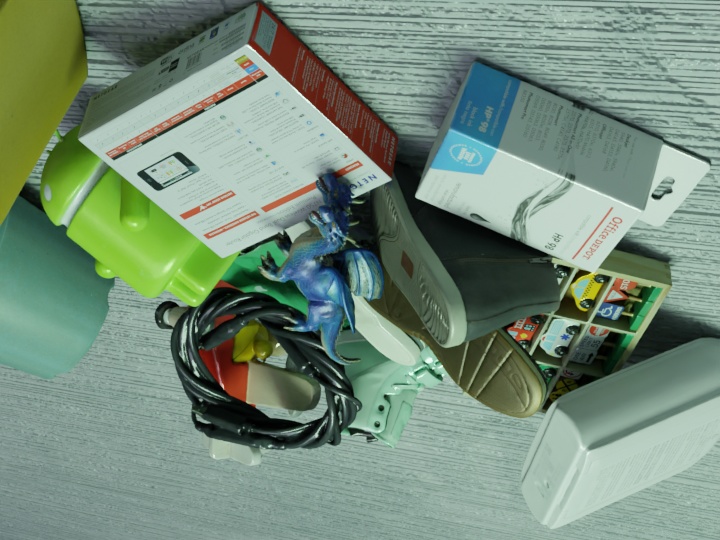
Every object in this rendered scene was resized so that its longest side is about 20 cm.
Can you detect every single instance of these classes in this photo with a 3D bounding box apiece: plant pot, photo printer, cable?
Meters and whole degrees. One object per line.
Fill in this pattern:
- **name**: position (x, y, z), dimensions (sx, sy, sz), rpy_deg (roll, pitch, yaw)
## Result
- **plant pot**: position (-0.373, 0.008, 1.641), dimensions (0.195, 0.202, 0.199), rpy_deg (30, 153, -34)
- **plant pot**: position (-0.334, -0.188, 1.250), dimensions (0.198, 0.201, 0.177), rpy_deg (22, 142, 0)
- **photo printer**: position (0.251, 0.142, 1.431), dimensions (0.070, 0.198, 0.167), rpy_deg (59, 157, 27)
- **cable**: position (-0.087, 0.098, 1.530), dimensions (0.198, 0.051, 0.165), rpy_deg (9, 113, 23)

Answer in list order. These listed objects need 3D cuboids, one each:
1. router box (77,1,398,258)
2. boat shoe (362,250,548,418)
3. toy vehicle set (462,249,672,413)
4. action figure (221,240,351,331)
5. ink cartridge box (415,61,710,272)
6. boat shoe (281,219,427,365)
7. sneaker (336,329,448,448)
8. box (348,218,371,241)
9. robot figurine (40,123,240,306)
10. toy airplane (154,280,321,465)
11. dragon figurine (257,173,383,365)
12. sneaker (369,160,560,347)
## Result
- **router box**: position (-0.101, -0.108, 1.306), dimensions (0.199, 0.049, 0.179), rpy_deg (-22, 132, 34)
- **boat shoe**: position (0.088, 0.044, 1.354), dimensions (0.200, 0.065, 0.074), rpy_deg (42, 127, 18)
- **toy vehicle set**: position (0.176, 0.053, 1.389), dimensions (0.123, 0.027, 0.201), rpy_deg (12, 137, -9)
- **action figure**: position (-0.054, 0.018, 1.555), dimensions (0.117, 0.055, 0.199), rpy_deg (-9, 147, 43)
- **ink cartridge box**: position (0.154, -0.069, 1.223), dimensions (0.198, 0.067, 0.116), rpy_deg (23, 153, -2)
- **boat shoe**: position (0.000, 0.000, 1.432), dimensions (0.072, 0.062, 0.200), rpy_deg (4, 140, 54)
- **sneaker**: position (0.063, 0.114, 1.542), dimensions (0.198, 0.120, 0.074), rpy_deg (-8, 159, 24)
- **box**: position (-0.031, -0.032, 1.461), dimensions (0.200, 0.039, 0.041), rpy_deg (39, 149, -30)
- **robot figurine**: position (-0.204, -0.056, 1.441), dimensions (0.199, 0.116, 0.175), rpy_deg (39, 159, -4)
- **toy airplane**: position (-0.119, 0.100, 1.659), dimensions (0.200, 0.140, 0.200), rpy_deg (49, 145, 18)
- **dragon figurine**: position (-0.019, 0.014, 1.329), dimensions (0.099, 0.059, 0.201), rpy_deg (-1, 125, 34)
- **sneaker**: position (0.081, -0.021, 1.307), dimensions (0.105, 0.201, 0.075), rpy_deg (-10, 138, -19)
